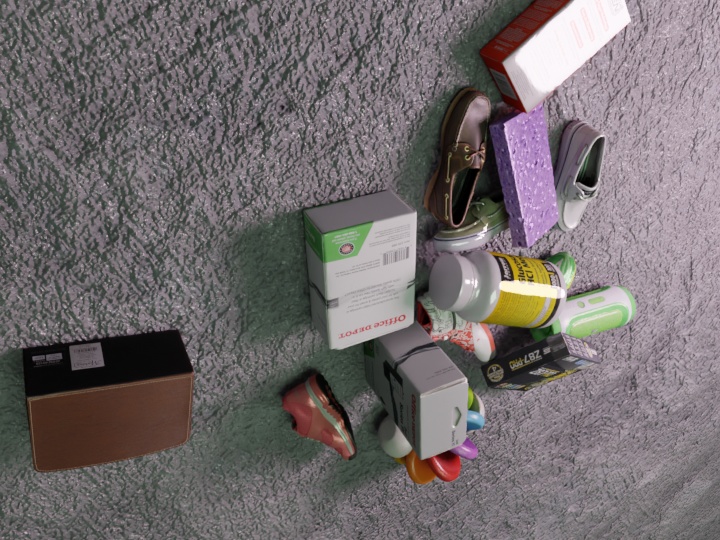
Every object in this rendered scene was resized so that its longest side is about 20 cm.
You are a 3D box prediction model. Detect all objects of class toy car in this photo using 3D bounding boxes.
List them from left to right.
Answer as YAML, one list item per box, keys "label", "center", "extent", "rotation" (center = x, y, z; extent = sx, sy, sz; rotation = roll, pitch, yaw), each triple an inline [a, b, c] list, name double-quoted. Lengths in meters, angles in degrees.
- label: "toy car"
  center: [0.146, 0.299, 1.210]
  extent: [0.175, 0.150, 0.200]
  rotation: [27, 104, -38]

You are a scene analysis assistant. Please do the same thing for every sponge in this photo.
- label: "sponge"
  center: [0.254, -0.145, 1.014]
  extent: [0.112, 0.030, 0.200]
  rotation: [-37, 121, -37]

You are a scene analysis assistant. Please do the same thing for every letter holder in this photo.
- label: "letter holder"
  center: [-0.336, 0.175, 0.896]
  extent: [0.200, 0.101, 0.142]
  rotation: [-6, 124, -26]

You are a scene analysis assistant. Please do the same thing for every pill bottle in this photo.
- label: "pill bottle"
  center: [0.211, 0.028, 1.037]
  extent: [0.200, 0.112, 0.113]
  rotation: [7, 115, -29]

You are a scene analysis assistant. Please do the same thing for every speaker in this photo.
- label: "speaker"
  center: [0.423, 0.086, 1.273]
  extent: [0.200, 0.088, 0.089]
  rotation: [-13, 125, -22]

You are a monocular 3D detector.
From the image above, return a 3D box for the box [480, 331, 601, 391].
- label: "box"
  center: [0.334, 0.172, 1.225]
  extent: [0.161, 0.049, 0.200]
  rotation: [-30, 154, 25]

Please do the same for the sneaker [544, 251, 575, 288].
- label: "sneaker"
  center: [0.292, 0.021, 1.165]
  extent: [0.200, 0.074, 0.084]
  rotation: [-29, 133, -10]

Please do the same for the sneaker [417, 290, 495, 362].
- label: "sneaker"
  center: [0.160, 0.101, 1.148]
  extent: [0.108, 0.067, 0.202]
  rotation: [-29, 126, -9]

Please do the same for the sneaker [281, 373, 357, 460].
- label: "sneaker"
  center: [-0.070, 0.256, 1.128]
  extent: [0.087, 0.074, 0.200]
  rotation: [-24, 125, 3]

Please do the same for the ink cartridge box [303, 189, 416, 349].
- label: "ink cartridge box"
  center: [0.000, 0.000, 0.981]
  extent: [0.146, 0.084, 0.200]
  rotation: [-15, 125, -21]

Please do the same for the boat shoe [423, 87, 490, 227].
- label: "boat shoe"
  center: [0.152, -0.161, 0.975]
  extent: [0.070, 0.070, 0.200]
  rotation: [-3, 119, -27]

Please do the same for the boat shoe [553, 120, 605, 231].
- label: "boat shoe"
  center: [0.358, -0.143, 1.102]
  extent: [0.073, 0.067, 0.200]
  rotation: [-19, 127, -17]

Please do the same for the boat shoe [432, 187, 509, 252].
- label: "boat shoe"
  center: [0.193, -0.088, 1.054]
  extent: [0.200, 0.072, 0.062]
  rotation: [-26, 116, -25]

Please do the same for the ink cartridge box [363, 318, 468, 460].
- label: "ink cartridge box"
  center: [0.083, 0.176, 1.064]
  extent: [0.083, 0.200, 0.147]
  rotation: [-17, 126, -19]

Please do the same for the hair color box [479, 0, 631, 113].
- label: "hair color box"
  center: [0.275, -0.330, 0.941]
  extent: [0.200, 0.061, 0.102]
  rotation: [-41, 130, 1]
